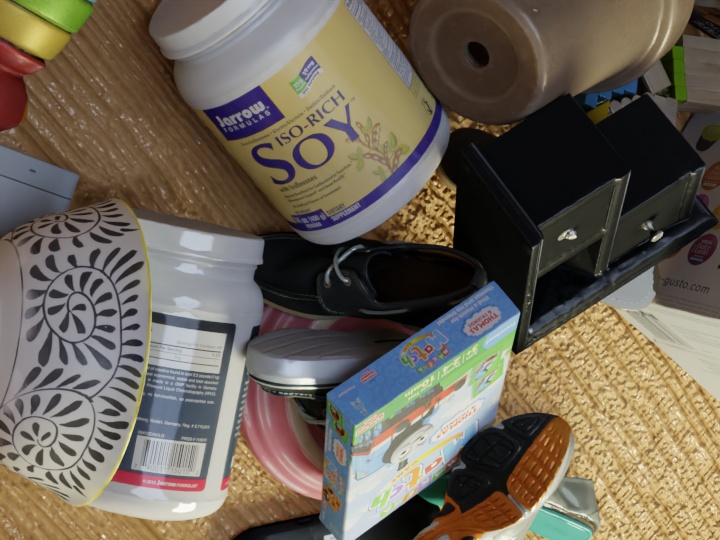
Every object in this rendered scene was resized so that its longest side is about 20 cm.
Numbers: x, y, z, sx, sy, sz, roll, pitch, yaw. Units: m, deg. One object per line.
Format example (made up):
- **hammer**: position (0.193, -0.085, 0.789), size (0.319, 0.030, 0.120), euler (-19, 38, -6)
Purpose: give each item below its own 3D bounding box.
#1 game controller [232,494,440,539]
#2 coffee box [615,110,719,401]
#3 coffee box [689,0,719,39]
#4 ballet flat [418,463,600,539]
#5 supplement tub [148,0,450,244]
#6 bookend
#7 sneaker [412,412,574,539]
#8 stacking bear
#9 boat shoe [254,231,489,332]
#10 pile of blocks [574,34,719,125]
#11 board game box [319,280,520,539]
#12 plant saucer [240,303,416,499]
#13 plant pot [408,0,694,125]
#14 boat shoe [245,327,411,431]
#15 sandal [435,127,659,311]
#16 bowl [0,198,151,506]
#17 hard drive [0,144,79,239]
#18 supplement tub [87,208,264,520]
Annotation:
- **game controller**: position (-0.015, 0.244, 1.449), size (0.198, 0.042, 0.105), euler (-8, 88, -27)
- **coffee box**: position (0.354, 0.000, 1.506), size (0.200, 0.199, 0.199), euler (38, 80, -27)
- **coffee box**: position (0.293, -0.252, 1.480), size (0.199, 0.114, 0.080), euler (27, 86, -30)
- **ballet flat**: position (0.117, 0.174, 1.495), size (0.199, 0.067, 0.064), euler (23, 53, -32)
- **supplement tub**: position (-0.043, -0.135, 1.301), size (0.146, 0.145, 0.200), euler (-47, 116, -13)
- **bookend**: position (0.173, -0.059, 1.331), size (0.199, 0.199, 0.092), euler (-32, 69, -13)
- **sneaker**: position (0.105, 0.189, 1.418), size (0.201, 0.076, 0.092), euler (-53, 153, 19)
- **stacking bear**: position (-0.235, -0.178, 1.217), size (0.113, 0.121, 0.201), euler (28, 93, -31)
- **boat shoe**: position (0.000, 0.000, 1.341), size (0.068, 0.198, 0.072), euler (72, 31, -64)
- **pile of blocks**: position (0.217, -0.140, 1.494), size (0.199, 0.062, 0.083), euler (-24, 90, -27)
- **board game box**: position (0.040, 0.109, 1.323), size (0.151, 0.037, 0.201), euler (-33, 156, -21)
- **plant saucer**: position (-0.001, 0.086, 1.417), size (0.199, 0.051, 0.203), euler (-6, 102, -28)
- **plant pot**: position (0.123, -0.194, 1.322), size (0.175, 0.199, 0.201), euler (-46, 119, -41)
- **boat shoe**: position (-0.014, 0.084, 1.309), size (0.199, 0.072, 0.072), euler (3, 105, -54)
- **sandal**: position (0.148, -0.042, 1.470), size (0.211, 0.070, 0.078), euler (35, 79, -5)
- **bowl**: position (-0.215, 0.047, 1.167), size (0.093, 0.200, 0.203), euler (8, 95, -27)
- **hard drive**: position (-0.265, 0.014, 1.233), size (0.202, 0.026, 0.132), euler (-69, 159, 0)
- **supplement tub**: position (-0.146, 0.064, 1.283), size (0.139, 0.140, 0.202), euler (10, 94, -29)
